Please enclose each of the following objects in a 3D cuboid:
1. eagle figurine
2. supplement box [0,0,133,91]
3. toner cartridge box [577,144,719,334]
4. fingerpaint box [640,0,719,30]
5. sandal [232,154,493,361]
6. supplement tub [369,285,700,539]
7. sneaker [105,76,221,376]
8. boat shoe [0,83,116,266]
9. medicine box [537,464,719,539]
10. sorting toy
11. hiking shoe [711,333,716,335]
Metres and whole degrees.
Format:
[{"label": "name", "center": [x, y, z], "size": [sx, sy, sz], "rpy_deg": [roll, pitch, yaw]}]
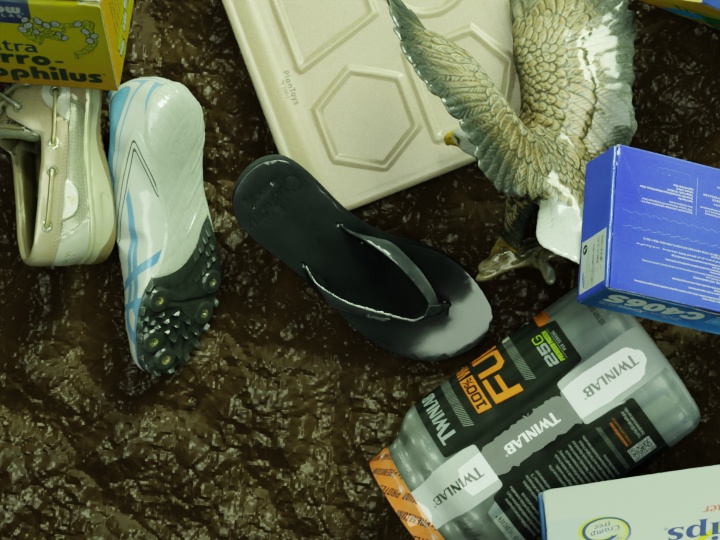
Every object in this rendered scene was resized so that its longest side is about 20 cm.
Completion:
[{"label": "eagle figurine", "center": [0.103, -0.096, 1.655], "size": [0.150, 0.152, 0.202], "rpy_deg": [-2, 111, 16]}, {"label": "supplement box", "center": [-0.201, -0.233, 1.680], "size": [0.108, 0.110, 0.201], "rpy_deg": [4, 64, 4]}, {"label": "toner cartridge box", "center": [0.234, -0.009, 1.613], "size": [0.199, 0.043, 0.096], "rpy_deg": [13, 72, -20]}, {"label": "fingerpaint box", "center": [0.273, -0.250, 1.653], "size": [0.166, 0.073, 0.202], "rpy_deg": [15, 90, -40]}, {"label": "sandal", "center": [-0.001, 0.000, 1.712], "size": [0.199, 0.043, 0.076], "rpy_deg": [31, 100, -13]}, {"label": "supplement tub", "center": [0.112, 0.107, 1.684], "size": [0.199, 0.123, 0.123], "rpy_deg": [-36, 87, 3]}, {"label": "sneaker", "center": [-0.139, -0.031, 1.739], "size": [0.072, 0.072, 0.202], "rpy_deg": [10, 103, 49]}, {"label": "boat shoe", "center": [-0.213, -0.101, 1.720], "size": [0.065, 0.072, 0.202], "rpy_deg": [-5, 81, -30]}, {"label": "medicine box", "center": [0.215, 0.234, 1.628], "size": [0.181, 0.103, 0.201], "rpy_deg": [-8, 119, 3]}, {"label": "sorting toy", "center": [0.023, -0.152, 1.739], "size": [0.199, 0.036, 0.186], "rpy_deg": [-21, 89, -1]}, {"label": "hiking shoe", "center": [0.310, 0.075, 1.703], "size": [0.087, 0.074, 0.200], "rpy_deg": [-40, 82, 19]}]
